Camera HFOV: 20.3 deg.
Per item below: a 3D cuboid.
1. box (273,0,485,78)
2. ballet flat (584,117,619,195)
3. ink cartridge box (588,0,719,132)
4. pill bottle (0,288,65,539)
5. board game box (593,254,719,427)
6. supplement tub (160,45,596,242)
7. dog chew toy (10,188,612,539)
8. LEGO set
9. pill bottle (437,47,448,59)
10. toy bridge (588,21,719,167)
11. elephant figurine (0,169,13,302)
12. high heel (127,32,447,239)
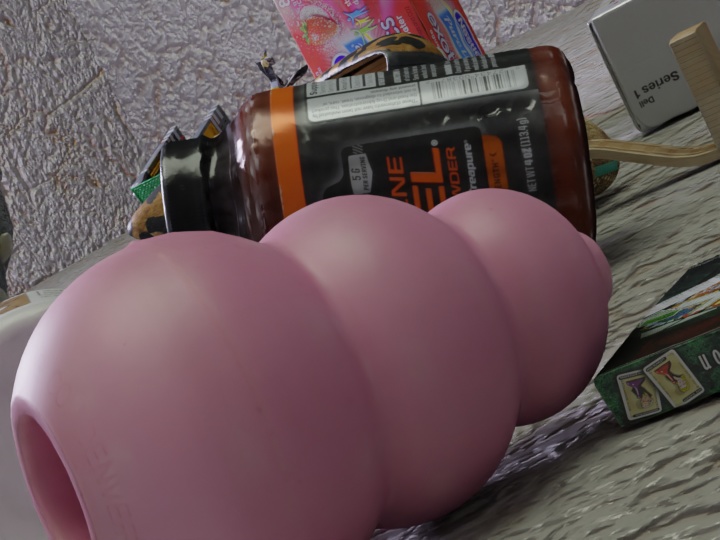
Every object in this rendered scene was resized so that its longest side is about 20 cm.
[{"bbox_3d":[0.033,-0.149,1.515,0.102,0.201,0.095,-25,8,26],"label":"box"},{"bbox_3d":[0.079,-0.071,1.191,0.065,0.071,0.199,-11,21,-33],"label":"ballet flat"},{"bbox_3d":[0.240,-0.174,1.361,0.144,0.085,0.200,-26,7,16],"label":"ink cartridge box"},{"bbox_3d":[-0.136,0.066,0.910,0.114,0.115,0.200,-29,6,-8],"label":"pill bottle"},{"bbox_3d":[0.174,-0.010,0.618,0.199,0.024,0.105,-25,5,34],"label":"board game box"},{"bbox_3d":[0.008,-0.040,0.958,0.198,0.108,0.107,-9,7,2],"label":"supplement tub"},{"bbox_3d":[-0.007,0.034,0.637,0.199,0.126,0.124,-21,3,-24],"label":"dog chew toy"},{"bbox_3d":[-0.088,-0.080,1.697,0.199,0.154,0.116,-32,20,35],"label":"LEGO set"},{"bbox_3d":[-0.011,-0.052,1.318,0.199,0.115,0.114,-27,6,6],"label":"pill bottle"},{"bbox_3d":[0.183,-0.094,1.038,0.199,0.068,0.027,-23,8,28],"label":"toy bridge"},{"bbox_3d":[-0.256,0.037,1.253,0.141,0.201,0.155,-28,6,-4],"label":"elephant figurine"},{"bbox_3d":[-0.044,-0.068,1.055,0.198,0.072,0.143,-20,-14,5],"label":"high heel"}]
